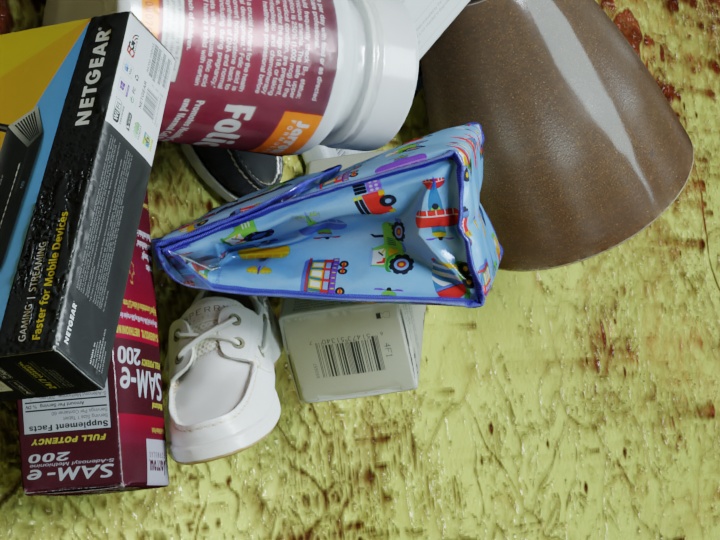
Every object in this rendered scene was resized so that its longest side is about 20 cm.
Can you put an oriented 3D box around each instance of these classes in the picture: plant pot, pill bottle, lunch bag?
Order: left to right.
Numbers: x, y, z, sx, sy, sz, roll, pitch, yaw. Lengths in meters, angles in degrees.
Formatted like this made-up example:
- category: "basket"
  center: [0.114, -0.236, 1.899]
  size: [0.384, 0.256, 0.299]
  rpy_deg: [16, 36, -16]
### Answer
- category: "pill bottle"
  center: [-0.075, -0.127, 1.538]
  size: [0.200, 0.114, 0.114]
  rpy_deg: [6, 76, -30]
- category: "lunch bag"
  center: [-0.024, -0.020, 1.558]
  size: [0.151, 0.200, 0.094]
  rpy_deg: [-55, 136, -78]
- category: "plant pot"
  center: [0.118, -0.134, 1.891]
  size: [0.200, 0.187, 0.187]
  rpy_deg: [63, 34, -32]

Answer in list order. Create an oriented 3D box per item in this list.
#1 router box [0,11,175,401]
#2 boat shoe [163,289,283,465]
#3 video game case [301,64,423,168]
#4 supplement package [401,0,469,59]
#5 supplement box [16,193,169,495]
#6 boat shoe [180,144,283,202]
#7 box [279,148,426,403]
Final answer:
- category: "router box"
  center: [-0.185, -0.028, 1.356]
  size: [0.051, 0.149, 0.200]
  rpy_deg: [46, 44, -48]
- category: "boat shoe"
  center: [-0.087, 0.049, 1.561]
  size: [0.200, 0.071, 0.069]
  rpy_deg: [-89, 166, -68]
- category: "video game case"
  center: [-0.022, -0.181, 1.823]
  size: [0.182, 0.023, 0.200]
  rpy_deg: [-53, 127, -52]
- category: "supplement package"
  center: [-0.039, -0.217, 1.668]
  size: [0.117, 0.117, 0.200]
  rpy_deg: [-50, 125, -32]
- category: "supplement box"
  center: [-0.152, 0.023, 1.464]
  size: [0.109, 0.061, 0.200]
  rpy_deg: [25, 60, -80]
- category: "boat shoe"
  center: [-0.087, -0.129, 1.650]
  size: [0.074, 0.060, 0.200]
  rpy_deg: [-56, 131, -51]
- category: "box"
  center: [0.000, 0.000, 1.698]
  size: [0.200, 0.082, 0.068]
  rpy_deg: [-79, 160, -58]
